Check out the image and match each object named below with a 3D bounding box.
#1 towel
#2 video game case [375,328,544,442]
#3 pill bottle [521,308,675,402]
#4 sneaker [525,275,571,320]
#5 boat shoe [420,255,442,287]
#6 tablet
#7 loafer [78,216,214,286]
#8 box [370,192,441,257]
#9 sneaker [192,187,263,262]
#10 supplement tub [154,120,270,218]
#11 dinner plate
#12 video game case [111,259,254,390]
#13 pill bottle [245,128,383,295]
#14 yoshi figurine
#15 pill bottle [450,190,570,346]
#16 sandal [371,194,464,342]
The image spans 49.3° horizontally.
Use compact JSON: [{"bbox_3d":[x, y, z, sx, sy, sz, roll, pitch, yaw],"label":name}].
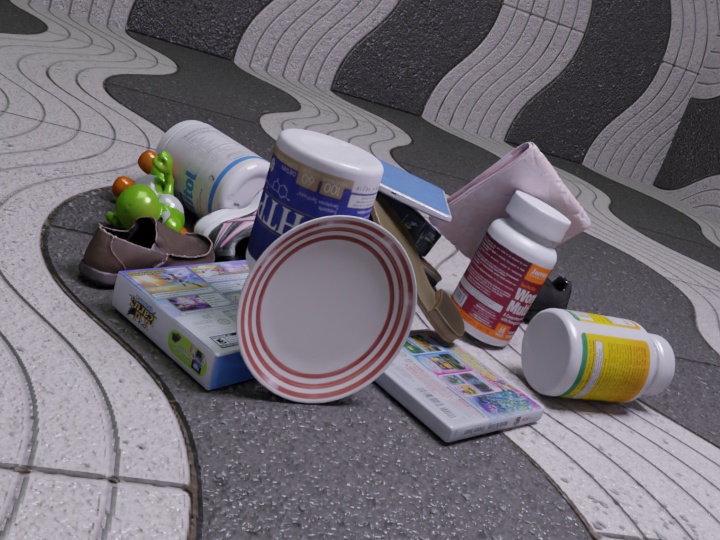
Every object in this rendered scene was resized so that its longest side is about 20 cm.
[{"bbox_3d":[0.226,-0.082,1.188,0.199,0.189,0.033,39,30,-39],"label":"towel"},{"bbox_3d":[0.098,0.131,0.952,0.179,0.024,0.199,1,26,-43],"label":"video game case"},{"bbox_3d":[0.324,0.118,1.061,0.196,0.115,0.113,8,21,-27],"label":"pill bottle"},{"bbox_3d":[0.256,0.035,1.261,0.196,0.093,0.076,6,23,-30],"label":"sneaker"},{"bbox_3d":[0.051,-0.014,1.232,0.198,0.065,0.072,29,10,-43],"label":"boat shoe"},{"bbox_3d":[0.063,-0.115,1.086,0.128,0.014,0.200,25,15,-4],"label":"tablet"},{"bbox_3d":[-0.253,-0.028,0.977,0.072,0.072,0.199,28,21,26],"label":"loafer"},{"bbox_3d":[0.041,-0.092,1.178,0.157,0.051,0.200,42,7,11],"label":"box"},{"bbox_3d":[-0.136,-0.057,1.129,0.198,0.081,0.086,-30,57,-23],"label":"sneaker"},{"bbox_3d":[-0.220,-0.140,1.223,0.130,0.135,0.199,-3,27,-47],"label":"supplement tub"},{"bbox_3d":[-0.033,0.040,0.801,0.196,0.205,0.024,9,17,-26],"label":"dinner plate"},{"bbox_3d":[-0.149,0.053,0.895,0.180,0.046,0.198,33,23,32],"label":"video game case"},{"bbox_3d":[-0.058,-0.036,0.845,0.117,0.204,0.120,16,19,-6],"label":"pill bottle"},{"bbox_3d":[-0.306,-0.105,1.106,0.109,0.115,0.200,-8,31,-22],"label":"yoshi figurine"},{"bbox_3d":[0.214,-0.003,1.130,0.108,0.203,0.110,25,17,-8],"label":"pill bottle"},{"bbox_3d":[0.050,0.012,1.023,0.214,0.069,0.078,56,27,-8],"label":"sandal"}]
